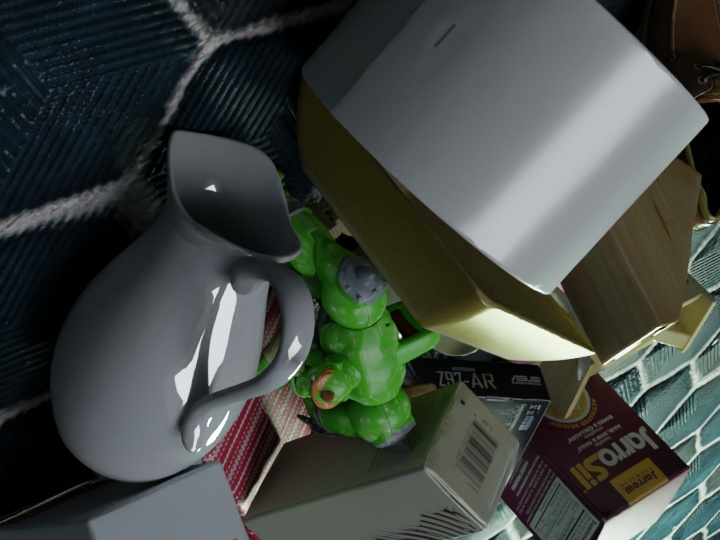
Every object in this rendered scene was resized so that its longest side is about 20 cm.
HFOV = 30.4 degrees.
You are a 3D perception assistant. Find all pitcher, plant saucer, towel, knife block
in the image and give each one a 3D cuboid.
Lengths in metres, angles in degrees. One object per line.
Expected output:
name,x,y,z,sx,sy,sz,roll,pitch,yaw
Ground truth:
pitcher,-0.101,0.045,0.780,0.121,0.172,0.201,11,123,-35
plant saucer,0.046,-0.019,0.850,0.048,0.200,0.200,-43,152,12
towel,-0.072,0.107,0.990,0.200,0.022,0.145,75,34,-59
knife block,0.140,-0.061,0.894,0.064,0.175,0.201,-45,-161,49

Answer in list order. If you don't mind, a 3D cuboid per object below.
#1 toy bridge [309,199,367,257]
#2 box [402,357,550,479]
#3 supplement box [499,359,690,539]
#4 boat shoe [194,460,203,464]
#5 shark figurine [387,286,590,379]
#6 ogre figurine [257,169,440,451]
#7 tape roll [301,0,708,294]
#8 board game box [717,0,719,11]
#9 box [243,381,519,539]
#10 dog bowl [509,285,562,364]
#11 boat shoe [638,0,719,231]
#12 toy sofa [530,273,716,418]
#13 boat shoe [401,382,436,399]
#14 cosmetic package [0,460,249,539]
toy bridge,0.000,0.000,0.997,0.067,0.027,0.200,-41,152,-6
box,0.065,0.164,1.215,0.159,0.044,0.201,4,133,-16
supplement box,0.203,0.180,1.323,0.130,0.200,0.104,-23,147,-34
boat shoe,-0.131,0.153,0.969,0.201,0.072,0.069,104,12,-46
shark figurine,0.078,0.015,0.995,0.213,0.129,0.090,-4,-172,-4
ogre figurine,-0.018,0.037,0.859,0.098,0.120,0.201,-12,117,-37
tape roll,0.084,-0.104,0.777,0.139,0.203,0.202,-47,152,10
board game box,0.270,-0.133,1.123,0.135,0.034,0.200,-54,153,-8
box,0.011,0.150,0.934,0.200,0.068,0.082,-25,-153,46
dog bowl,0.167,-0.001,1.162,0.200,0.074,0.201,-32,150,-21
boat shoe,0.254,-0.130,0.989,0.072,0.201,0.068,-1,180,-22
toy sofa,0.247,0.055,1.314,0.199,0.098,0.083,-22,147,-33
boat shoe,0.023,0.144,1.061,0.071,0.065,0.200,-12,164,-11
cosmetic package,-0.167,0.184,0.885,0.101,0.072,0.200,-20,-179,-36
